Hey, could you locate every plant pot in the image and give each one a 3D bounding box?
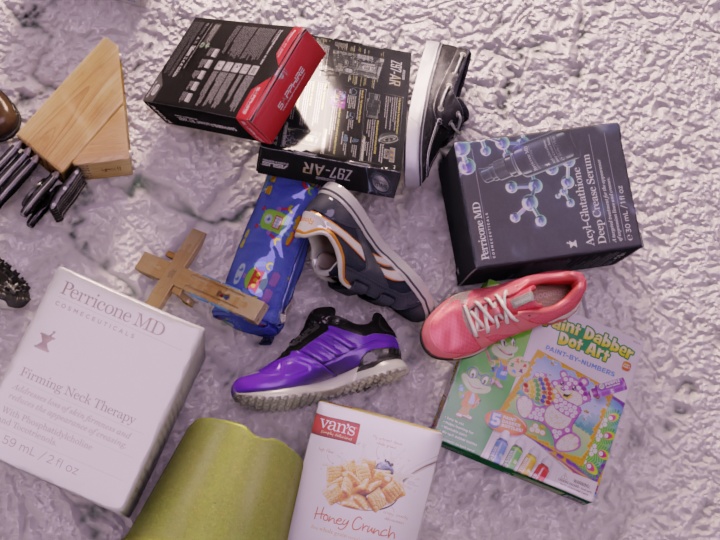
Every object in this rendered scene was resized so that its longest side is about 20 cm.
[{"bbox_3d":[-0.148,0.262,1.253,0.199,0.201,0.185,21,64,-2],"label":"plant pot"}]

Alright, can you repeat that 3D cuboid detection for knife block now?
[{"bbox_3d":[-0.349,-0.153,1.367,0.174,0.064,0.201,-6,79,-9],"label":"knife block"}]

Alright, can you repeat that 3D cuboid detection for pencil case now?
[{"bbox_3d":[-0.096,-0.020,1.360,0.086,0.078,0.201,15,76,21],"label":"pencil case"}]

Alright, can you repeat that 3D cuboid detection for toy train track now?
[{"bbox_3d":[-0.171,0.022,1.323,0.199,0.033,0.115,20,73,39],"label":"toy train track"}]

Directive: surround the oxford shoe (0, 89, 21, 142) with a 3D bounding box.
[{"bbox_3d":[-0.471,-0.214,1.357,0.199,0.084,0.073,34,75,0],"label":"oxford shoe"}]

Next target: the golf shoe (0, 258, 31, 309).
[{"bbox_3d":[-0.465,0.019,1.321,0.199,0.078,0.095,17,117,-20],"label":"golf shoe"}]

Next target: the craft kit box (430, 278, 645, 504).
[{"bbox_3d":[0.202,0.138,1.382,0.199,0.049,0.199,21,74,-2],"label":"craft kit box"}]

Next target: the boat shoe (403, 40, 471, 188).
[{"bbox_3d":[0.092,-0.181,1.406,0.067,0.072,0.201,9,58,7],"label":"boat shoe"}]

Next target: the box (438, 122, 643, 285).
[{"bbox_3d":[0.204,-0.075,1.394,0.199,0.107,0.149,-8,80,-8],"label":"box"}]

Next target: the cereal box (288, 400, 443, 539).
[{"bbox_3d":[-0.002,0.255,1.315,0.143,0.040,0.201,14,87,1],"label":"cereal box"}]

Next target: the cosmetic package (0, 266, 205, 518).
[{"bbox_3d":[-0.276,0.132,1.263,0.167,0.166,0.201,23,75,-1],"label":"cosmetic package"}]

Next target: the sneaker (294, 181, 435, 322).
[{"bbox_3d":[0.000,0.000,1.344,0.079,0.078,0.200,-49,114,-20],"label":"sneaker"}]

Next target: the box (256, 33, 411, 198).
[{"bbox_3d":[-0.027,-0.183,1.379,0.159,0.044,0.201,10,51,-5],"label":"box"}]

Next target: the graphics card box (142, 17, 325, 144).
[{"bbox_3d":[-0.144,-0.215,1.350,0.199,0.051,0.126,16,71,43],"label":"graphics card box"}]

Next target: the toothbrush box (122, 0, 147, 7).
[{"bbox_3d":[-0.293,-0.435,1.423,0.145,0.086,0.201,18,78,-2],"label":"toothbrush box"}]

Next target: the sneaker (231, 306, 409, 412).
[{"bbox_3d":[-0.053,0.094,1.353,0.199,0.070,0.100,-11,73,-13],"label":"sneaker"}]

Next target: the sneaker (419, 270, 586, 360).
[{"bbox_3d":[0.158,0.038,1.333,0.199,0.087,0.074,-20,80,-10],"label":"sneaker"}]
